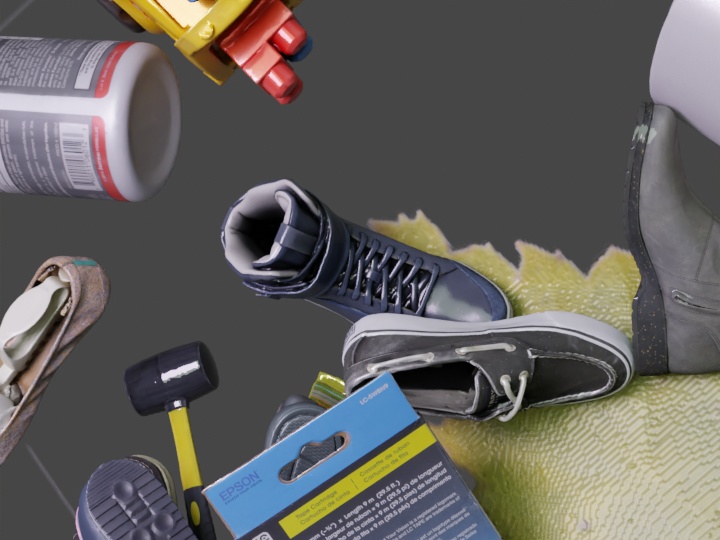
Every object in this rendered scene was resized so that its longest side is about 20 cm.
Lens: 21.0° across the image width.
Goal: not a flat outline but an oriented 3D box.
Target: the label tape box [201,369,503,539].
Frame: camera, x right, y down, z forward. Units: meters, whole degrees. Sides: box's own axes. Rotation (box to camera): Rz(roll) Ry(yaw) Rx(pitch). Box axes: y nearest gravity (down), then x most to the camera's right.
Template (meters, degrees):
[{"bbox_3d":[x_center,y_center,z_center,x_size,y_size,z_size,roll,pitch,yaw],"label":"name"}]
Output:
[{"bbox_3d":[0.003,0.165,1.267,0.143,0.063,0.201,-32,113,0],"label":"label tape box"}]

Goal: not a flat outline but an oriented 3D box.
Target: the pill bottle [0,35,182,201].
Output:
[{"bbox_3d":[-0.242,-0.114,1.439,0.198,0.116,0.117,5,81,18],"label":"pill bottle"}]

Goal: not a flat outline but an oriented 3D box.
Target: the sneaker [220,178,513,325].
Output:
[{"bbox_3d":[-0.001,0.001,1.326,0.200,0.146,0.078,18,83,18],"label":"sneaker"}]

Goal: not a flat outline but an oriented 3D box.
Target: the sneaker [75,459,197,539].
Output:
[{"bbox_3d":[-0.129,0.226,1.319,0.070,0.082,0.201,-22,78,-28],"label":"sneaker"}]

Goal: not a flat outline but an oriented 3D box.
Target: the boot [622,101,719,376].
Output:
[{"bbox_3d":[0.241,-0.018,1.265,0.129,0.068,0.202,0,117,17],"label":"boot"}]

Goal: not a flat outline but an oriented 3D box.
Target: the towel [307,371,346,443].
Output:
[{"bbox_3d":[-0.035,0.178,1.369,0.085,0.018,0.202,24,88,21],"label":"towel"}]

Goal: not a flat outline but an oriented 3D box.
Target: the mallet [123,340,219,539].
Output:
[{"bbox_3d":[-0.128,0.150,1.378,0.065,0.041,0.202,-13,67,15],"label":"mallet"}]

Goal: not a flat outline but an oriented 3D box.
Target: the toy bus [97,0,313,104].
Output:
[{"bbox_3d":[-0.111,-0.205,1.378,0.136,0.200,0.192,-44,78,2],"label":"toy bus"}]

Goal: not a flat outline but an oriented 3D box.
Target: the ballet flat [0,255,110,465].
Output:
[{"bbox_3d":[-0.261,0.070,1.434,0.068,0.067,0.201,33,90,21],"label":"ballet flat"}]

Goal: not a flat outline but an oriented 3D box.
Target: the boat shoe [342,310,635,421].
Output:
[{"bbox_3d":[0.086,0.073,1.299,0.198,0.071,0.064,0,36,0],"label":"boat shoe"}]

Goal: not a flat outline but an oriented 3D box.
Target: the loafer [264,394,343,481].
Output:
[{"bbox_3d":[-0.048,0.185,1.339,0.071,0.063,0.202,8,99,-12],"label":"loafer"}]

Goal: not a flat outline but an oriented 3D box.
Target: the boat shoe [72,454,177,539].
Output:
[{"bbox_3d":[-0.184,0.228,1.380,0.072,0.065,0.202,11,82,21],"label":"boat shoe"}]

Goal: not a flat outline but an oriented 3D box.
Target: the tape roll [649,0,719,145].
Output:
[{"bbox_3d":[0.296,-0.155,1.233,0.139,0.203,0.204,36,91,21],"label":"tape roll"}]
